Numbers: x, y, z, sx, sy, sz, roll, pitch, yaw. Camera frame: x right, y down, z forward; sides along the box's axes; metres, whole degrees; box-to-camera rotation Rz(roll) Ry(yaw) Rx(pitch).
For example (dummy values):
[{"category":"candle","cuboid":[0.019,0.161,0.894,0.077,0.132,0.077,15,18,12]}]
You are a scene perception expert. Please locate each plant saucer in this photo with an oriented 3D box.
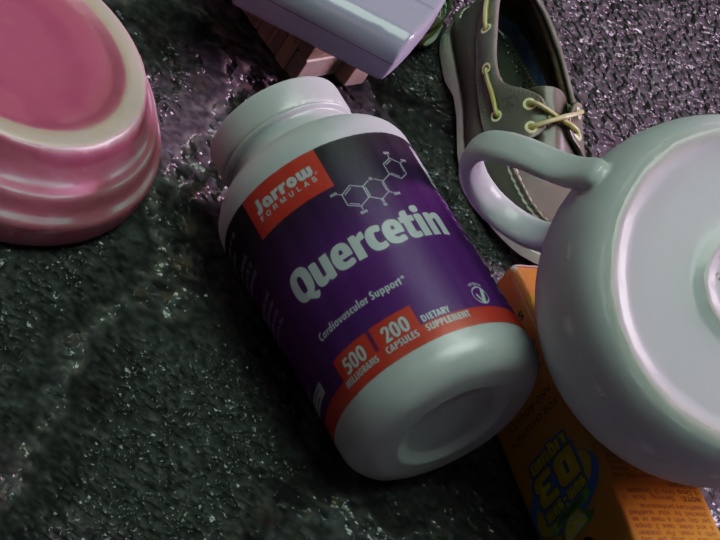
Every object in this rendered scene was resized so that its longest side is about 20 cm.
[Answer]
[{"category":"plant saucer","cuboid":[-0.187,-0.103,1.456,0.200,0.051,0.201,23,40,-20]}]

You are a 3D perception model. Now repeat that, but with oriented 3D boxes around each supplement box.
[{"category":"supplement box","cuboid":[0.121,0.094,1.486,0.069,0.067,0.201,5,47,-36]}]

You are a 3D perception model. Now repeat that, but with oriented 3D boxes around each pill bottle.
[{"category":"pill bottle","cuboid":[0.000,0.000,1.447,0.112,0.113,0.200,-5,54,-42]}]

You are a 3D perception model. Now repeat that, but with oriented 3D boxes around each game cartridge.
[{"category":"game cartridge","cuboid":[-0.004,-0.200,1.625,0.133,0.042,0.200,23,43,-8]}]

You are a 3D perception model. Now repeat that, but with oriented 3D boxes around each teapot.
[{"category":"teapot","cuboid":[0.161,0.020,1.428,0.197,0.146,0.201,-5,81,-23]}]

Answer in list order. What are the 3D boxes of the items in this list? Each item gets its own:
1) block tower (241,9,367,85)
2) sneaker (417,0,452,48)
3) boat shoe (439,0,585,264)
[{"category":"block tower","cuboid":[-0.058,-0.198,1.657,0.058,0.054,0.200,-15,60,-46]},{"category":"sneaker","cuboid":[0.051,-0.210,1.730,0.077,0.089,0.200,36,37,-3]},{"category":"boat shoe","cuboid":[0.096,-0.090,1.664,0.072,0.060,0.202,13,43,-29]}]
